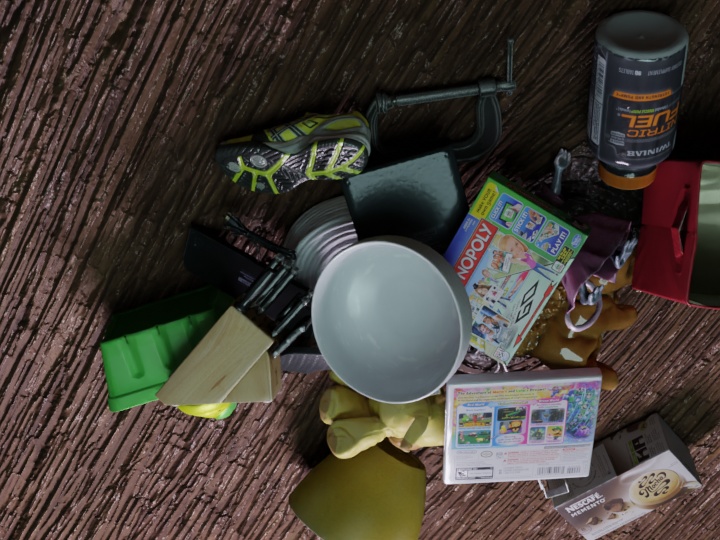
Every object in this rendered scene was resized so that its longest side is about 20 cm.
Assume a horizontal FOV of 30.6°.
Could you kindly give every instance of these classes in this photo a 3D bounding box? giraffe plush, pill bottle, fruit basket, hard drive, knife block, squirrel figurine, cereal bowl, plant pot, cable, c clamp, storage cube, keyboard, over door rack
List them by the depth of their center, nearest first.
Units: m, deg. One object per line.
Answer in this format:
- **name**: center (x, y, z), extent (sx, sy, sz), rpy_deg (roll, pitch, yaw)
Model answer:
- **pill bottle**: center (0.319, -0.192, 1.534), extent (0.106, 0.106, 0.200), rpy_deg (-5, 131, -1)
- **cereal bowl**: center (0.045, 0.051, 1.560), extent (0.200, 0.083, 0.201), rpy_deg (8, 108, 24)
- **c clamp**: center (0.092, -0.191, 1.567), extent (0.199, 0.027, 0.171), rpy_deg (-12, 135, 3)
- **storage cube**: center (0.448, -0.043, 1.586), extent (0.199, 0.180, 0.172), rpy_deg (4, 95, -11)
- **hard drive**: center (0.066, -0.051, 1.590), extent (0.139, 0.033, 0.200), rpy_deg (-15, 119, 5)
- **knife block**: center (-0.154, 0.071, 1.605), extent (0.199, 0.064, 0.176), rpy_deg (-3, 100, 8)
- **keyboard**: center (-0.129, -0.003, 1.644), extent (0.200, 0.021, 0.127), rpy_deg (29, 133, 8)
- **cable**: center (0.000, 0.000, 1.673), extent (0.199, 0.069, 0.200), rpy_deg (-6, 122, 0)
- **squirrel figurine**: center (0.270, 0.030, 1.702), extent (0.199, 0.142, 0.187), rpy_deg (11, 122, -18)
- **fruit basket**: center (-0.225, 0.134, 1.740), extent (0.215, 0.156, 0.216), rpy_deg (0, 114, 1)
- **giraffe plush**: center (0.064, 0.190, 1.801), extent (0.200, 0.173, 0.162), rpy_deg (-1, 161, 36)
- **over door rack**: center (0.213, 0.216, 1.841), extent (0.066, 0.148, 0.200), rpy_deg (-27, 127, 15)
- **plant pot**: center (0.016, 0.320, 1.902), extent (0.200, 0.200, 0.142), rpy_deg (27, 97, -26)

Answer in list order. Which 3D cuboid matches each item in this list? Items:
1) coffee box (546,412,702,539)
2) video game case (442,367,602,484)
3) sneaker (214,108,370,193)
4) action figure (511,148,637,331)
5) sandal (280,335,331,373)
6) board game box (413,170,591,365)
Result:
- **coffee box**: center (0.395, 0.314, 1.988), extent (0.200, 0.080, 0.113), rpy_deg (-31, 128, 19)
- **video game case**: center (0.210, 0.206, 1.724), extent (0.199, 0.024, 0.182), rpy_deg (-3, 127, -3)
- **sneaker**: center (-0.077, -0.144, 1.560), extent (0.199, 0.077, 0.076), rpy_deg (-2, 136, 20)
- **action figure**: center (0.238, -0.048, 1.622), extent (0.134, 0.200, 0.149), rpy_deg (-37, 147, -33)
- **sandal**: center (-0.075, 0.104, 1.730), extent (0.075, 0.048, 0.200), rpy_deg (11, 169, -16)
- **board game box**: center (0.165, 0.000, 1.560), extent (0.134, 0.029, 0.200), rpy_deg (30, 117, 5)
